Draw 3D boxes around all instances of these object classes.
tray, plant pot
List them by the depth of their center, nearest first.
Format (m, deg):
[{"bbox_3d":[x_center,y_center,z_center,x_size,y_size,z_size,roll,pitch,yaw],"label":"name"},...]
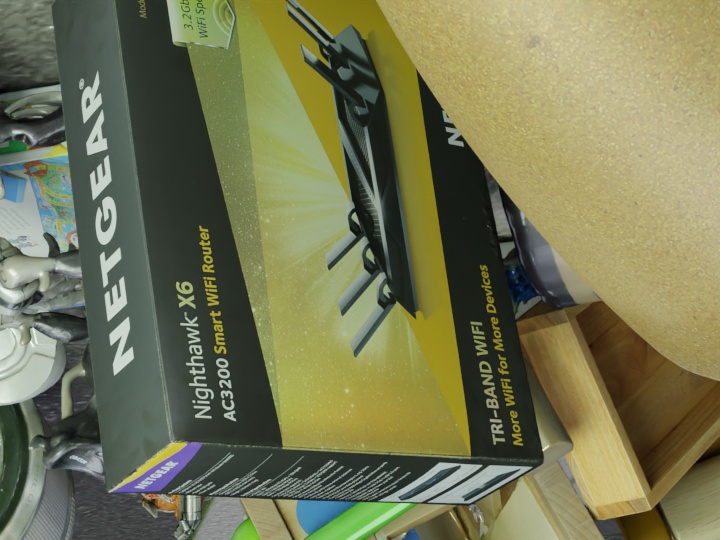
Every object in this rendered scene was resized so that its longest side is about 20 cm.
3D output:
[{"bbox_3d":[0.096,-0.087,0.619,0.186,0.187,0.200,-21,141,38],"label":"plant pot"},{"bbox_3d":[0.149,0.029,0.918,0.037,0.099,0.200,-19,-170,39],"label":"tray"}]

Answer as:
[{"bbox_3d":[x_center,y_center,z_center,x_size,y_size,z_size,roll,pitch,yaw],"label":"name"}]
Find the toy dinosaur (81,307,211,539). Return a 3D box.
[{"bbox_3d":[-0.093,0.078,1.072,0.102,0.136,0.200,7,158,-33],"label":"toy dinosaur"}]

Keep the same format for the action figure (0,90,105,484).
[{"bbox_3d":[-0.127,-0.015,0.755,0.102,0.200,0.119,-22,158,-45],"label":"action figure"}]

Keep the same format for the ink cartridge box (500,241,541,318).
[{"bbox_3d":[0.020,0.048,1.014,0.199,0.104,0.059,-6,166,-37],"label":"ink cartridge box"}]

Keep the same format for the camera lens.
[{"bbox_3d":[-0.258,0.133,1.145,0.159,0.161,0.200,-5,162,-2],"label":"camera lens"}]

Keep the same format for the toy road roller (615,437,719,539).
[{"bbox_3d":[0.178,0.067,1.052,0.123,0.200,0.146,-23,129,3],"label":"toy road roller"}]

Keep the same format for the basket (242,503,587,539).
[{"bbox_3d":[0.044,0.143,1.121,0.200,0.176,0.139,34,115,-4],"label":"basket"}]

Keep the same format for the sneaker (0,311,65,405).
[{"bbox_3d":[-0.243,0.026,0.928,0.199,0.077,0.081,17,175,-3],"label":"sneaker"}]

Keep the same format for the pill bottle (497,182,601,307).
[{"bbox_3d":[0.163,-0.055,0.791,0.199,0.112,0.112,-12,161,17],"label":"pill bottle"}]

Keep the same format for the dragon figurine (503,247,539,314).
[{"bbox_3d":[0.000,0.000,0.886,0.199,0.100,0.059,-18,167,-27],"label":"dragon figurine"}]

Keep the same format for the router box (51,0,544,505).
[{"bbox_3d":[-0.025,-0.016,0.708,0.157,0.201,0.052,6,152,-33],"label":"router box"}]

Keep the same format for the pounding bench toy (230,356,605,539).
[{"bbox_3d":[0.019,0.124,0.884,0.156,0.124,0.200,-25,150,-7],"label":"pounding bench toy"}]

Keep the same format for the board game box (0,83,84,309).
[{"bbox_3d":[-0.136,-0.030,0.895,0.134,0.034,0.200,-9,162,8],"label":"board game box"}]
